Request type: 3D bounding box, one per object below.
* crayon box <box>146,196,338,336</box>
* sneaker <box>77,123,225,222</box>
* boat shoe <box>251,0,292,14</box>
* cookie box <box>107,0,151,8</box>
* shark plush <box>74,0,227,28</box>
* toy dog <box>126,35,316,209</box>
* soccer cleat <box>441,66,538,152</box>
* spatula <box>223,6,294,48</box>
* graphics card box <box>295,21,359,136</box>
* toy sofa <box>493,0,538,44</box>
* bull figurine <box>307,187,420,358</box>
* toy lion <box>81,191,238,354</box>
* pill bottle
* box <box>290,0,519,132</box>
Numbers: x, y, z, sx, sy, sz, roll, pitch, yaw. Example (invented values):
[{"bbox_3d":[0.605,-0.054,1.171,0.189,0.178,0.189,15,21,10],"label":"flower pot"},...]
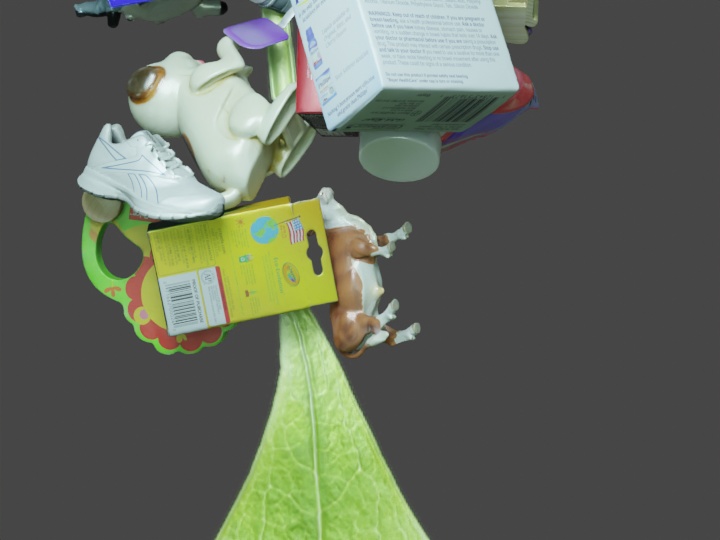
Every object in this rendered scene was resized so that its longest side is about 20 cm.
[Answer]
[{"bbox_3d":[-0.134,-0.008,1.671,0.198,0.051,0.128,-10,103,-4],"label":"crayon box"},{"bbox_3d":[-0.231,-0.106,1.620,0.199,0.074,0.088,20,101,28],"label":"sneaker"},{"bbox_3d":[-0.075,-0.400,1.738,0.062,0.073,0.202,26,81,-37],"label":"boat shoe"},{"bbox_3d":[-0.206,-0.390,1.671,0.170,0.201,0.076,-9,126,5],"label":"cookie box"},{"bbox_3d":[-0.242,-0.336,1.756,0.199,0.091,0.084,-23,61,20],"label":"shark plush"},{"bbox_3d":[-0.175,-0.174,1.696,0.199,0.140,0.195,32,86,18],"label":"toy dog"},{"bbox_3d":[0.113,-0.168,1.701,0.199,0.076,0.067,-30,50,17],"label":"soccer cleat"},{"bbox_3d":[-0.066,-0.308,1.706,0.199,0.021,0.056,-35,53,-20],"label":"spatula"},{"bbox_3d":[-0.034,-0.224,1.645,0.050,0.200,0.127,0,88,8],"label":"graphics card box"},{"bbox_3d":[0.109,-0.327,1.705,0.198,0.098,0.083,2,63,6],"label":"toy sofa"},{"bbox_3d":[0.000,0.000,1.692,0.121,0.065,0.202,-5,95,38],"label":"bull figurine"},{"bbox_3d":[-0.233,0.000,1.730,0.198,0.069,0.194,8,96,6],"label":"toy lion"},{"bbox_3d":[0.049,-0.207,1.637,0.118,0.120,0.202,3,62,5],"label":"pill bottle"},{"bbox_3d":[0.040,-0.252,1.506,0.183,0.105,0.202,-4,71,-37],"label":"box"}]
